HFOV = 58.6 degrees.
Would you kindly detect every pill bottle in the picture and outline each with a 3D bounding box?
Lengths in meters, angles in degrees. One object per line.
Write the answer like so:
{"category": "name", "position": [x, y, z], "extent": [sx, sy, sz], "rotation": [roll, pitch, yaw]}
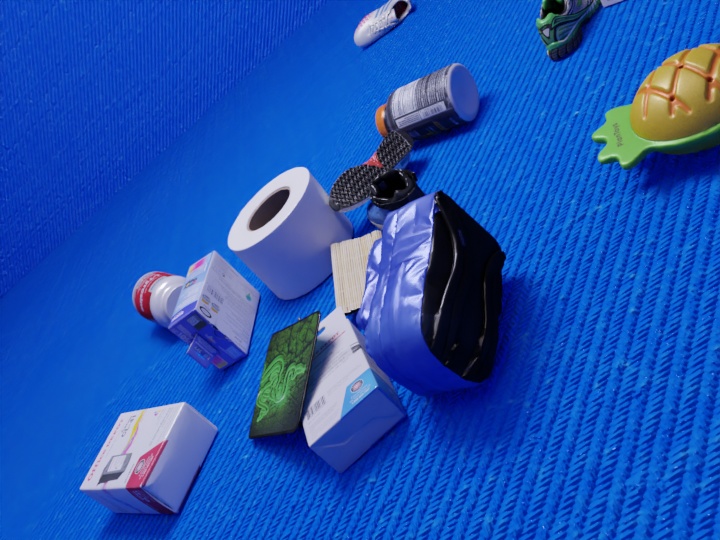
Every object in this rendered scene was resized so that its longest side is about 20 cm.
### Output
{"category": "pill bottle", "position": [-0.422, 0.065, 1.412], "extent": [0.198, 0.113, 0.113], "rotation": [6, 55, 54]}
{"category": "pill bottle", "position": [0.119, -0.308, 1.219], "extent": [0.197, 0.106, 0.108], "rotation": [-10, 42, 44]}

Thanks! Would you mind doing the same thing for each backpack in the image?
{"category": "backpack", "position": [0.083, 0.046, 0.771], "extent": [0.166, 0.161, 0.205], "rotation": [-27, 45, 43]}

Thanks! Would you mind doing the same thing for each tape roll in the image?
{"category": "tape roll", "position": [-0.129, -0.069, 1.190], "extent": [0.200, 0.139, 0.205], "rotation": [-31, 31, 21]}

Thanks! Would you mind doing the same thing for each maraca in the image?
{"category": "maraca", "position": [0.370, -0.189, 0.753], "extent": [0.197, 0.107, 0.139], "rotation": [-26, 34, 29]}

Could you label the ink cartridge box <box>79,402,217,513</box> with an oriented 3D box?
{"category": "ink cartridge box", "position": [-0.344, 0.306, 1.040], "extent": [0.197, 0.086, 0.150], "rotation": [-16, 39, 37]}

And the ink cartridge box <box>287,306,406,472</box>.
{"category": "ink cartridge box", "position": [-0.026, 0.149, 0.857], "extent": [0.116, 0.068, 0.201], "rotation": [-41, 30, 7]}

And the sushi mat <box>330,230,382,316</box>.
{"category": "sushi mat", "position": [0.000, 0.000, 1.042], "extent": [0.093, 0.012, 0.202], "rotation": [-18, 35, 6]}

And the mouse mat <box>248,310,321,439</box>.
{"category": "mouse mat", "position": [-0.110, 0.152, 0.907], "extent": [0.199, 0.007, 0.165], "rotation": [-32, 44, 58]}

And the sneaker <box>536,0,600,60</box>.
{"category": "sneaker", "position": [0.368, -0.471, 1.137], "extent": [0.077, 0.085, 0.203], "rotation": [-8, 44, 45]}

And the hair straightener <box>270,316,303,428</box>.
{"category": "hair straightener", "position": [-0.110, 0.156, 0.978], "extent": [0.076, 0.041, 0.203], "rotation": [-27, 39, 28]}

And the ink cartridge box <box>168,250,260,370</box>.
{"category": "ink cartridge box", "position": [-0.265, 0.082, 1.171], "extent": [0.075, 0.137, 0.202], "rotation": [-31, 31, 22]}

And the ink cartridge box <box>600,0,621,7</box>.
{"category": "ink cartridge box", "position": [0.431, -0.587, 1.087], "extent": [0.083, 0.201, 0.146], "rotation": [-2, 48, 49]}

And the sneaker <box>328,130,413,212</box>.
{"category": "sneaker", "position": [0.024, -0.164, 1.181], "extent": [0.070, 0.094, 0.200], "rotation": [40, 74, 18]}

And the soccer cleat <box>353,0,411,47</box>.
{"category": "soccer cleat", "position": [0.064, -0.718, 1.844], "extent": [0.198, 0.070, 0.087], "rotation": [-38, 29, 10]}

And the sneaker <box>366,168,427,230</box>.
{"category": "sneaker", "position": [0.049, -0.121, 1.063], "extent": [0.077, 0.112, 0.199], "rotation": [-47, 29, -9]}
